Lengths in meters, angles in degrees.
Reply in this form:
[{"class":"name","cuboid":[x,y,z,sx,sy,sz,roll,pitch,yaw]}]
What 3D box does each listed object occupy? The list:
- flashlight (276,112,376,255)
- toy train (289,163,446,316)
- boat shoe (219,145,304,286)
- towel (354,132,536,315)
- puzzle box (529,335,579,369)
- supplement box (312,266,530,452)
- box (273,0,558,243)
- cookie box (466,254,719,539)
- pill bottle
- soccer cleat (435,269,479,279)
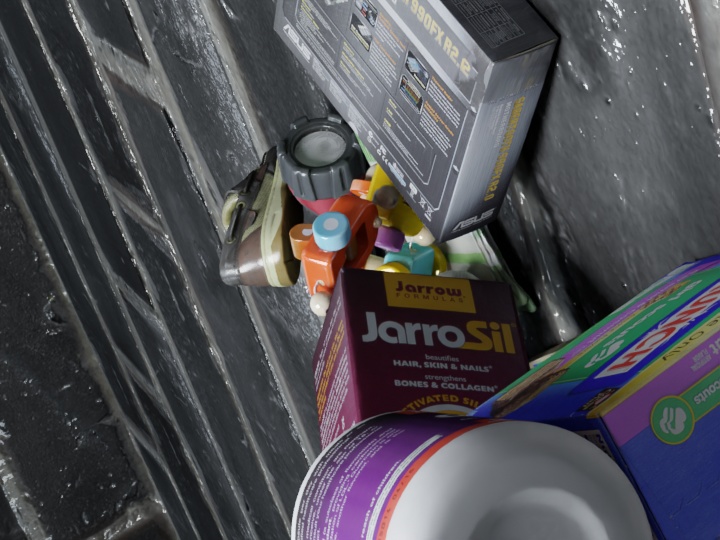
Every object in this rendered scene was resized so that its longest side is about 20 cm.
[{"class":"flashlight","cuboid":[-0.020,-0.032,1.335,0.201,0.067,0.068,81,180,-51]},{"class":"toy train","cuboid":[0.000,0.000,1.105,0.055,0.151,0.201,16,149,22]},{"class":"boat shoe","cuboid":[-0.081,-0.049,1.365,0.200,0.064,0.074,-88,-10,-65]},{"class":"towel","cuboid":[0.045,-0.060,1.169,0.202,0.023,0.152,63,164,-10]},{"class":"puzzle box","cuboid":[0.175,0.136,1.090,0.201,0.025,0.133,61,163,4]},{"class":"supplement box","cuboid":[0.040,0.101,0.952,0.201,0.109,0.086,-98,18,-44]},{"class":"box","cuboid":[0.025,-0.141,1.007,0.201,0.048,0.159,53,151,26]},{"class":"cookie box","cuboid":[0.150,0.055,0.782,0.076,0.170,0.200,58,163,-2]},{"class":"pill bottle","cuboid":[0.037,0.118,0.730,0.113,0.112,0.200,63,163,-7]},{"class":"soccer cleat","cuboid":[0.049,0.101,1.114,0.086,0.069,0.203,-46,-38,-79]}]
